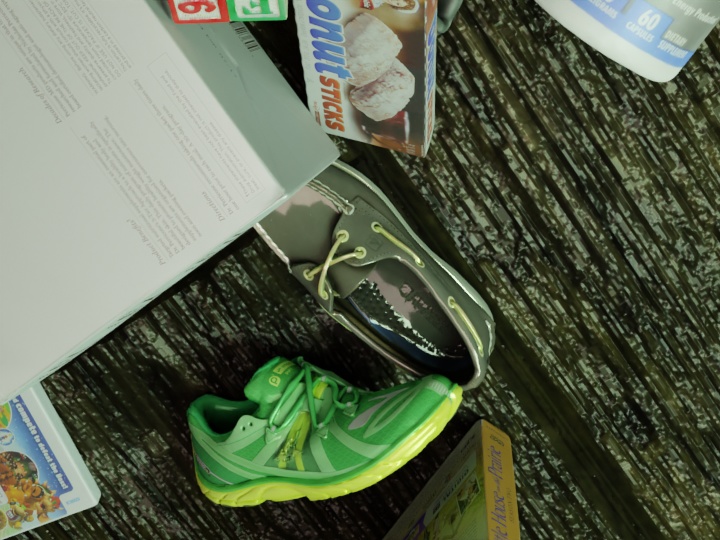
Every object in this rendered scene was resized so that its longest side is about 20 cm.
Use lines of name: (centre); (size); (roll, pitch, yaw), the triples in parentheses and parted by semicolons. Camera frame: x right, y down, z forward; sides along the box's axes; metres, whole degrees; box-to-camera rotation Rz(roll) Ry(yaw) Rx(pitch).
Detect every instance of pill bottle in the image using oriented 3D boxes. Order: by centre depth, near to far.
pill bottle: (0.179, -0.210, 0.834); (0.114, 0.114, 0.200); (32, 111, -11)

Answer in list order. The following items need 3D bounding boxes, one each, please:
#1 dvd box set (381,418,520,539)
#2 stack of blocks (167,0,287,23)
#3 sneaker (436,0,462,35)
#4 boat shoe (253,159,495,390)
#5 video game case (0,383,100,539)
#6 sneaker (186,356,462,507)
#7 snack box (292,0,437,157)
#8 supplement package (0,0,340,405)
dvd box set: (0.046, 0.195, 0.968); (0.029, 0.200, 0.146); (31, 110, -11)
stack of blocks: (-0.068, -0.237, 0.774); (0.058, 0.201, 0.115); (-2, 157, 2)
sneaker: (0.018, -0.205, 0.812); (0.084, 0.075, 0.200); (19, 142, 20)
boat shoe: (0.002, -0.002, 0.960); (0.202, 0.060, 0.072); (39, 111, -14)
video game case: (-0.293, 0.127, 1.051); (0.200, 0.018, 0.143); (-21, 110, 11)
sneaker: (-0.032, 0.093, 0.974); (0.200, 0.074, 0.084); (-16, 104, 31)
snack box: (0.004, -0.119, 0.850); (0.072, 0.200, 0.024); (16, 71, 8)
supplement package: (-0.155, -0.072, 0.871); (0.200, 0.147, 0.191); (-35, 94, 16)
